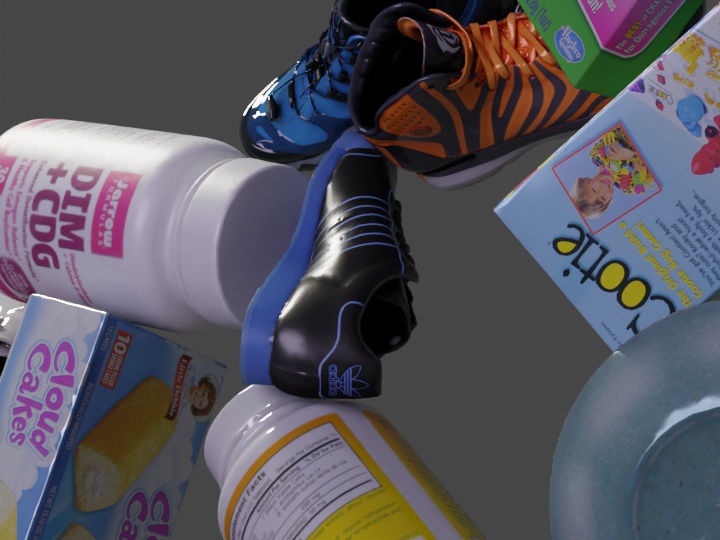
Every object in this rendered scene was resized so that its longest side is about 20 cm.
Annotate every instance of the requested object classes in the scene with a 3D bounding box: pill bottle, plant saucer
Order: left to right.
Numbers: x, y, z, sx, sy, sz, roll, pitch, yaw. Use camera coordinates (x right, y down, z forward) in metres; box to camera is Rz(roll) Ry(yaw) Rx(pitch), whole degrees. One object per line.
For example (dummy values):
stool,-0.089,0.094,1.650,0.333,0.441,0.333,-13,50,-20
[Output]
pill bottle,-0.123,-0.025,1.439,0.200,0.113,0.114,9,78,39
pill bottle,-0.001,0.143,1.279,0.109,0.109,0.200,-49,50,11
plant saucer,0.179,0.114,1.140,0.201,0.039,0.202,2,95,20

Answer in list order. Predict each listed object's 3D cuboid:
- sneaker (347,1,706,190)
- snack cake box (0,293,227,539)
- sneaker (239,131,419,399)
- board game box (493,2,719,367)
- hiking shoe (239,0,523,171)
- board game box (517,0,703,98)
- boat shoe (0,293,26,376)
sneaker,0.080,-0.112,1.317,0.200,0.112,0.078,-32,56,24
snack cake box,-0.162,0.127,1.408,0.067,0.115,0.200,12,81,40
sneaker,0.000,0.000,1.339,0.078,0.070,0.200,11,42,12
board game box,0.180,-0.059,1.202,0.200,0.103,0.105,-42,82,16
hiking shoe,0.000,-0.129,1.402,0.200,0.087,0.075,-32,53,24
board game box,0.142,-0.209,1.225,0.200,0.040,0.153,-55,44,29
boat shoe,-0.208,0.056,1.504,0.074,0.065,0.200,-38,53,20
